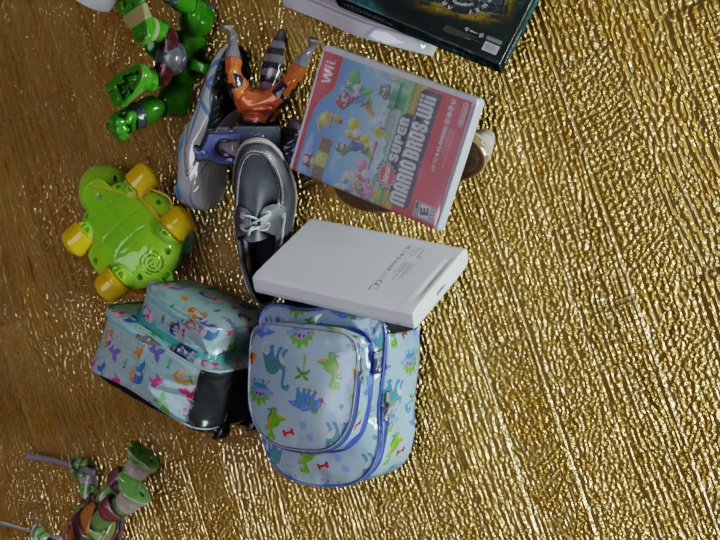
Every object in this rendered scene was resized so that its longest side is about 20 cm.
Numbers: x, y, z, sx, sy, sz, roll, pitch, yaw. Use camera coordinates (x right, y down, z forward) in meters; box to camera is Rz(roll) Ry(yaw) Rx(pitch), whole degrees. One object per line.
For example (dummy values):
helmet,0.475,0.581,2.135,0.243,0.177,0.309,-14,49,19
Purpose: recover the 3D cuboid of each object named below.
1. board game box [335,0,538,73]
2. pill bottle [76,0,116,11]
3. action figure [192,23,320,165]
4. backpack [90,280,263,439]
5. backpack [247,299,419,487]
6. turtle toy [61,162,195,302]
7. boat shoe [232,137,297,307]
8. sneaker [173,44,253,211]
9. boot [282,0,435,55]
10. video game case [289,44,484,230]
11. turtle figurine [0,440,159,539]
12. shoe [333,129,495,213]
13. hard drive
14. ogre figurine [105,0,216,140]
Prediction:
board game box,0.089,-0.305,1.295,0.199,0.028,0.136,26,83,17
pill bottle,-0.289,-0.419,1.490,0.112,0.112,0.200,45,113,19
action figure,-0.086,-0.175,1.426,0.198,0.105,0.195,7,104,-1
backpack,-0.207,0.093,1.440,0.199,0.177,0.152,17,100,25
backpack,-0.036,0.137,1.367,0.182,0.147,0.202,3,97,31
turtle toy,-0.284,-0.056,1.516,0.146,0.101,0.200,-41,70,3
boat shoe,-0.109,-0.050,1.400,0.072,0.063,0.201,0,121,2
sneaker,-0.182,-0.173,1.473,0.072,0.072,0.202,21,100,35
boot,0.006,-0.308,1.356,0.199,0.073,0.096,25,105,23
video game case,0.024,-0.144,1.321,0.199,0.017,0.144,24,105,28
turtle figurine,-0.361,0.286,1.560,0.194,0.144,0.201,-38,79,21
shoe,0.060,-0.113,1.356,0.199,0.053,0.070,-13,118,33
hard drive,0.000,0.000,1.349,0.199,0.132,0.027,12,128,28
ogre figurine,-0.231,-0.252,1.465,0.097,0.120,0.202,4,94,33
